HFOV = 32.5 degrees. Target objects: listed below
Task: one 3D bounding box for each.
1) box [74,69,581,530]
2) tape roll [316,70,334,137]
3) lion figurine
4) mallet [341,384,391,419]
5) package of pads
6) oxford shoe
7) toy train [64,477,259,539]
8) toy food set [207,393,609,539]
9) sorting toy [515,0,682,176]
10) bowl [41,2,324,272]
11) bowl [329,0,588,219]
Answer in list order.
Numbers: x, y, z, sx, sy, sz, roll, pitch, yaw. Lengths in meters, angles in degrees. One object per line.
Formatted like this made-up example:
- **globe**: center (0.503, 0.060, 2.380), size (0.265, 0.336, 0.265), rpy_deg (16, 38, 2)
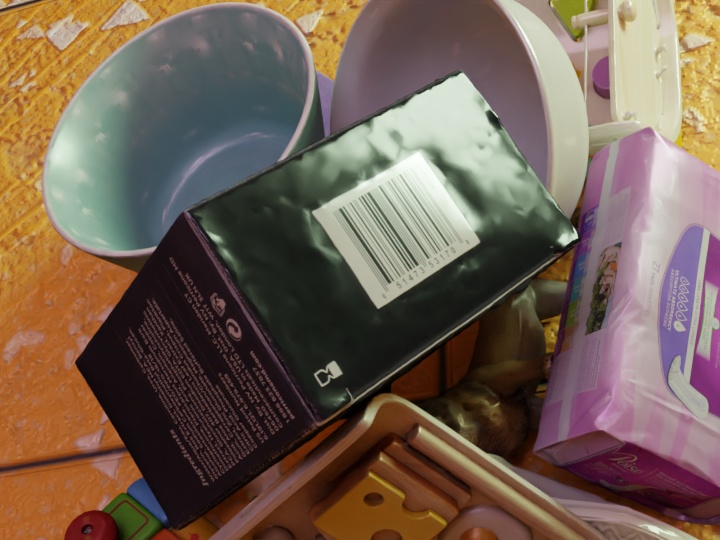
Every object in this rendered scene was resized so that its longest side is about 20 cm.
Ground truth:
- **box**: center (-0.024, 0.019, 0.663), size (0.196, 0.200, 0.118), rpy_deg (-31, 82, -36)
- **tape roll**: center (-0.082, -0.056, 0.919), size (0.197, 0.066, 0.203), rpy_deg (-11, 54, 16)
- **lion figurine**: center (0.093, 0.047, 0.774), size (0.122, 0.073, 0.201), rpy_deg (-20, 32, 43)
- **mallet**: center (0.000, 0.000, 0.820), size (0.065, 0.041, 0.203), rpy_deg (11, 76, -7)
- **package of pads**: center (0.177, 0.032, 0.706), size (0.076, 0.119, 0.203), rpy_deg (-34, 35, 56)
- **oxford shoe**: center (0.115, 0.147, 0.681), size (0.197, 0.076, 0.058), rpy_deg (14, 25, 14)
- **toy train**: center (-0.080, 0.188, 0.751), size (0.199, 0.085, 0.116), rpy_deg (28, 59, 35)
- **toy food set**: center (0.028, 0.160, 0.620), size (0.143, 0.199, 0.061), rpy_deg (-43, 25, 26)
- **sorting toy**: center (0.126, -0.139, 0.866), size (0.178, 0.107, 0.203), rpy_deg (-11, 58, 29)
- **bowl**: center (-0.101, -0.067, 0.824), size (0.198, 0.105, 0.203), rpy_deg (-13, 54, 18)
- **bowl**: center (0.073, -0.083, 0.763), size (0.089, 0.204, 0.201), rpy_deg (-9, 38, -38)
